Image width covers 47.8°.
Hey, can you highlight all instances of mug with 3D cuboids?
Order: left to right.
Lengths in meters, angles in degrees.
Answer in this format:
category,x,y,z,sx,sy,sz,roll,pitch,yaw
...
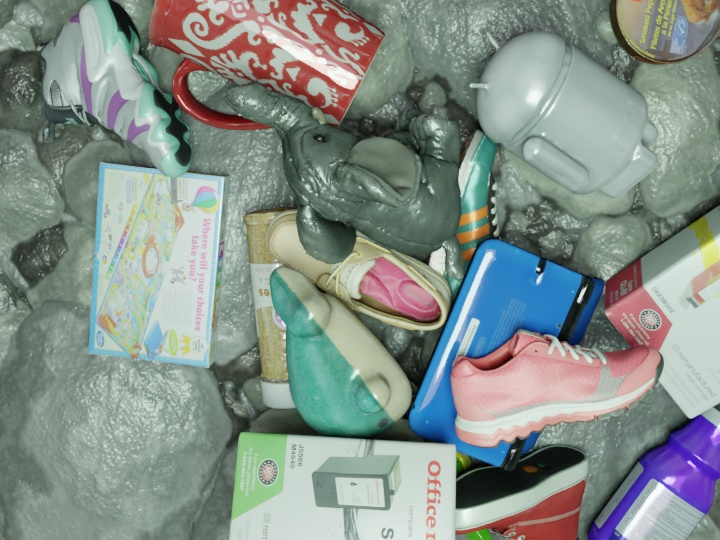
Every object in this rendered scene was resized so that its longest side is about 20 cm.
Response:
category,x,y,z,sx,sy,sz,roll,pitch,yaw
mug,-0.091,-0.222,0.804,0.197,0.178,0.135,28,61,-6

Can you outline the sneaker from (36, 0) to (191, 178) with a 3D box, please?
category,x,y,z,sx,sy,sz,roll,pitch,yaw
sneaker,-0.263,-0.158,0.824,0.138,0.078,0.203,-30,79,10

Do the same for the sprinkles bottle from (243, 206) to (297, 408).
category,x,y,z,sx,sy,sz,roll,pitch,yaw
sprinkles bottle,-0.080,0.038,0.849,0.067,0.068,0.204,-5,97,3

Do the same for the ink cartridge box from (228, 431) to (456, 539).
category,x,y,z,sx,sy,sz,roll,pitch,yaw
ink cartridge box,-0.013,0.227,0.726,0.196,0.084,0.148,2,71,3

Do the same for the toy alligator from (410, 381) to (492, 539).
category,x,y,z,sx,sy,sz,roll,pitch,yaw
toy alligator,0.080,0.215,0.878,0.054,0.059,0.203,-25,94,47

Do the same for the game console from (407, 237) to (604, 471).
category,x,y,z,sx,sy,sz,roll,pitch,yaw
game console,0.151,0.081,0.815,0.168,0.118,0.203,21,97,-6

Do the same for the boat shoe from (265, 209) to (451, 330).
category,x,y,z,sx,sy,sz,roll,pitch,yaw
boat shoe,0.000,0.000,0.780,0.197,0.069,0.075,22,104,-4

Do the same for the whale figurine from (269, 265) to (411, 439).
category,x,y,z,sx,sy,sz,roll,pitch,yaw
whale figurine,-0.034,0.084,0.753,0.103,0.159,0.201,-40,138,-3

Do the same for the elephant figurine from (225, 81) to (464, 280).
category,x,y,z,sx,sy,sz,roll,pitch,yaw
elephant figurine,-0.009,-0.077,0.718,0.198,0.154,0.144,-7,117,-41

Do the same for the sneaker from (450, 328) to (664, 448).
category,x,y,z,sx,sy,sz,roll,pitch,yaw
sneaker,0.173,0.090,0.721,0.196,0.074,0.088,-17,99,0

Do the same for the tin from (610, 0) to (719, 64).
category,x,y,z,sx,sy,sz,roll,pitch,yaw
tin,0.311,-0.308,0.804,0.110,0.042,0.204,9,98,-3

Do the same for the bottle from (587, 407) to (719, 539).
category,x,y,z,sx,sy,sz,roll,pitch,yaw
bottle,0.328,0.235,0.863,0.083,0.065,0.202,32,97,-3

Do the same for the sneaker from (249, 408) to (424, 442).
category,x,y,z,sx,sy,sz,roll,pitch,yaw
sneaker,-0.025,0.199,0.858,0.196,0.075,0.086,6,127,24

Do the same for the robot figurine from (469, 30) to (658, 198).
category,x,y,z,sx,sy,sz,roll,pitch,yaw
robot figurine,0.193,-0.151,0.781,0.198,0.172,0.113,28,137,-14

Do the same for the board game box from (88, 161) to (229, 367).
category,x,y,z,sx,sy,sz,roll,pitch,yaw
board game box,-0.214,-0.006,0.864,0.132,0.034,0.204,7,98,1

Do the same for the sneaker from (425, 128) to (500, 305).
category,x,y,z,sx,sy,sz,roll,pitch,yaw
sneaker,0.116,-0.039,0.834,0.078,0.071,0.204,14,106,-1

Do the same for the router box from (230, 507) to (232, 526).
category,x,y,z,sx,sy,sz,roll,pitch,yaw
router box,-0.023,0.269,0.836,0.196,0.149,0.052,-2,72,3

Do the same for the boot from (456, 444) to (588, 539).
category,x,y,z,sx,sy,sz,roll,pitch,yaw
boot,0.159,0.275,0.836,0.197,0.072,0.147,-6,103,-34

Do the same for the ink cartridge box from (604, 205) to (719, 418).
category,x,y,z,sx,sy,sz,roll,pitch,yaw
ink cartridge box,0.362,0.025,0.794,0.199,0.083,0.146,-39,94,27
